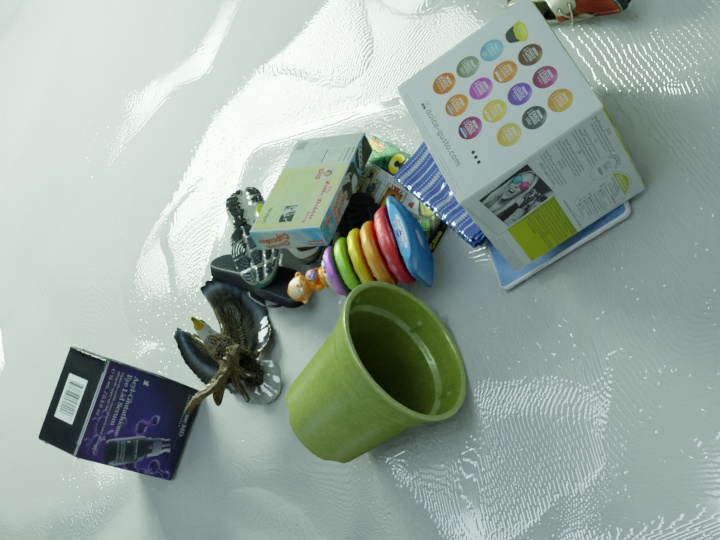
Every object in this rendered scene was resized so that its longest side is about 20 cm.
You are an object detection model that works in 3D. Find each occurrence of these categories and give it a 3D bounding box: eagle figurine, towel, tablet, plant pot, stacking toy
[{"bbox_3d":[-0.204,0.111,1.857,0.150,0.153,0.200,-12,21,-6],"label":"eagle figurine"},{"bbox_3d":[0.141,-0.133,1.677,0.145,0.024,0.200,-51,47,4],"label":"towel"},{"bbox_3d":[0.243,-0.074,1.596,0.199,0.014,0.131,-34,54,27],"label":"tablet"},{"bbox_3d":[0.005,0.150,1.612,0.184,0.199,0.202,-43,49,34],"label":"plant pot"},{"bbox_3d":[-0.010,-0.008,1.664,0.198,0.110,0.117,-22,71,13],"label":"stacking toy"}]

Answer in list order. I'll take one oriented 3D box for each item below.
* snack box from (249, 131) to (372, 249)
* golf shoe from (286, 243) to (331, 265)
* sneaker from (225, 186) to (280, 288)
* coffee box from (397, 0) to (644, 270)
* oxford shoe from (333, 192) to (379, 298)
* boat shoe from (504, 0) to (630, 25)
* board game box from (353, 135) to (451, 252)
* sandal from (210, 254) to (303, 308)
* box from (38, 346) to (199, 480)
[{"bbox_3d":[-0.067,-0.113,1.754,0.115,0.037,0.201,-3,43,29],"label":"snack box"},{"bbox_3d":[-0.081,-0.112,1.840,0.077,0.094,0.203,-21,59,34],"label":"golf shoe"},{"bbox_3d":[-0.150,-0.044,1.867,0.077,0.080,0.201,-19,41,6],"label":"sneaker"},{"bbox_3d":[0.196,-0.161,1.508,0.197,0.200,0.201,-33,55,11],"label":"coffee box"},{"bbox_3d":[0.000,0.000,1.753,0.084,0.072,0.203,-38,51,55],"label":"oxford shoe"},{"bbox_3d":[0.270,-0.352,1.641,0.199,0.071,0.063,18,69,50],"label":"boat shoe"},{"bbox_3d":[0.058,-0.110,1.767,0.199,0.023,0.106,34,94,43],"label":"board game box"},{"bbox_3d":[-0.146,0.021,1.870,0.199,0.076,0.043,22,125,45],"label":"sandal"},{"bbox_3d":[-0.358,0.216,1.875,0.104,0.199,0.150,13,82,43],"label":"box"}]
